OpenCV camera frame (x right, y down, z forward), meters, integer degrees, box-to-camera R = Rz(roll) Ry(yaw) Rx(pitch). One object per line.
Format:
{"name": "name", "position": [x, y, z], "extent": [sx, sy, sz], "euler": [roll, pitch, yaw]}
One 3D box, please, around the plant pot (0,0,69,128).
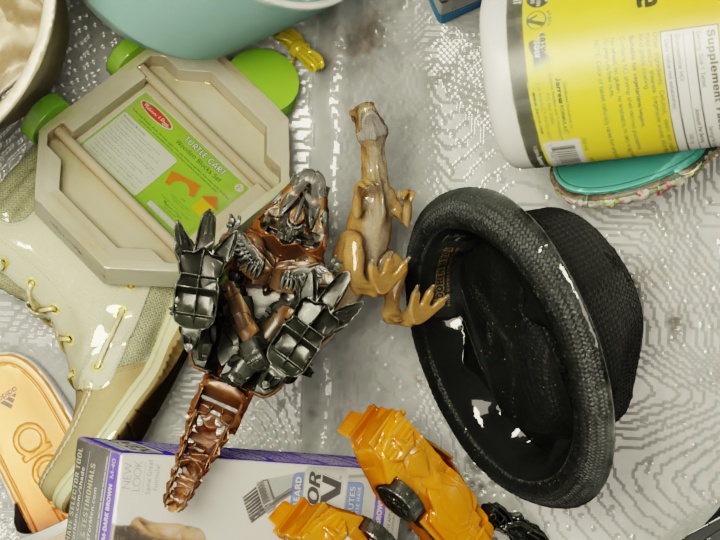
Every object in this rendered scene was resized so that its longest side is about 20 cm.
{"name": "plant pot", "position": [-0.256, -0.152, 1.018], "extent": [0.199, 0.183, 0.202], "euler": [0, 90, 3]}

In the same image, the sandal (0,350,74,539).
{"name": "sandal", "position": [-0.187, 0.146, 1.077], "extent": [0.079, 0.059, 0.207], "euler": [-34, 89, 2]}

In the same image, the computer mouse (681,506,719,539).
{"name": "computer mouse", "position": [0.234, 0.220, 1.068], "extent": [0.199, 0.046, 0.141], "euler": [-33, 87, 2]}

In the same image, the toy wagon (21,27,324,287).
{"name": "toy wagon", "position": [-0.102, -0.076, 1.061], "extent": [0.155, 0.040, 0.200], "euler": [44, 64, 11]}

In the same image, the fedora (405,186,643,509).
{"name": "fedora", "position": [0.112, 0.036, 1.036], "extent": [0.091, 0.200, 0.202], "euler": [-24, 89, -30]}

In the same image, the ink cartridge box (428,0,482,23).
{"name": "ink cartridge box", "position": [0.054, -0.221, 0.999], "extent": [0.066, 0.200, 0.117], "euler": [-22, 89, 1]}

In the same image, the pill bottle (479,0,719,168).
{"name": "pill bottle", "position": [0.175, -0.124, 0.986], "extent": [0.199, 0.112, 0.113], "euler": [-6, 90, 15]}

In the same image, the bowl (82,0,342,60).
{"name": "bowl", "position": [-0.105, -0.205, 1.026], "extent": [0.201, 0.201, 0.105], "euler": [50, 127, 1]}

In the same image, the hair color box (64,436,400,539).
{"name": "hair color box", "position": [-0.073, 0.162, 1.020], "extent": [0.199, 0.065, 0.110], "euler": [8, 90, -33]}

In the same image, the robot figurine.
{"name": "robot figurine", "position": [0.039, 0.181, 1.029], "extent": [0.145, 0.058, 0.200], "euler": [-50, 121, -23]}

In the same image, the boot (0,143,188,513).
{"name": "boot", "position": [-0.184, 0.032, 1.058], "extent": [0.154, 0.072, 0.201], "euler": [27, 71, 3]}

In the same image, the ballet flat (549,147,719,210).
{"name": "ballet flat", "position": [0.208, -0.093, 1.061], "extent": [0.199, 0.064, 0.076], "euler": [-33, 62, 2]}

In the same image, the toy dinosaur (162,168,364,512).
{"name": "toy dinosaur", "position": [-0.056, 0.035, 0.960], "extent": [0.101, 0.136, 0.201], "euler": [3, 74, -6]}

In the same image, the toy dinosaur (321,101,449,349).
{"name": "toy dinosaur", "position": [0.000, 0.000, 1.042], "extent": [0.060, 0.106, 0.201], "euler": [6, 113, -32]}
